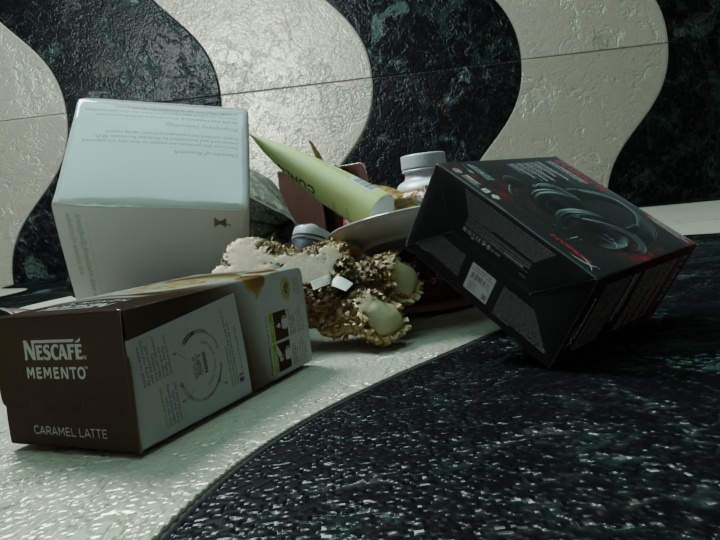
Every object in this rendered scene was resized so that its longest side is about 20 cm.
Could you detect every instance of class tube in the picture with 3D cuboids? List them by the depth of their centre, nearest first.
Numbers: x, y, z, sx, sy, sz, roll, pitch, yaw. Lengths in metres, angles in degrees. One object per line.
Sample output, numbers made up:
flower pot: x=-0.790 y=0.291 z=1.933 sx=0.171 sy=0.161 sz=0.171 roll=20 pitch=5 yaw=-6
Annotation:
tube: x=-0.049 y=-0.107 z=0.774 sx=0.198 sy=0.059 sz=0.052 roll=33 pitch=46 yaw=27

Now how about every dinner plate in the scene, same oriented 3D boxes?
dinner plate: x=0.065 y=-0.041 z=0.679 sx=0.194 sy=0.025 sz=0.200 roll=-10 pitch=-4 yaw=-1

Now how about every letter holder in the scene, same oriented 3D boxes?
letter holder: x=-0.052 y=-0.080 z=1.139 sx=0.139 sy=0.206 sz=0.100 roll=-4 pitch=6 yaw=29

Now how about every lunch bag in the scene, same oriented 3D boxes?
lunch bag: x=-0.198 y=-0.094 z=0.989 sx=0.195 sy=0.120 sz=0.164 roll=13 pitch=19 yaw=-21

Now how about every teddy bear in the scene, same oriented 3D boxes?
teddy bear: x=-0.038 y=0.022 z=0.605 sx=0.194 sy=0.068 sz=0.147 roll=-3 pitch=47 yaw=7

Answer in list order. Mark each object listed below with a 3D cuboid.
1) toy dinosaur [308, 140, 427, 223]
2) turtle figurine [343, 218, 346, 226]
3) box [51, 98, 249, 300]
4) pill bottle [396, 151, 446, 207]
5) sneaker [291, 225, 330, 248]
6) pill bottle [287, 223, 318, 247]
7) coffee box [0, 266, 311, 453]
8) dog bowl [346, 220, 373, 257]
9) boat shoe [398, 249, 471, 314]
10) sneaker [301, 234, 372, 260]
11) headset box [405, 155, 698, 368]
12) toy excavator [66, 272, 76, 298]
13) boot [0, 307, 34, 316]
toy dinosaur: x=0.007 y=-0.085 z=0.809 sx=0.196 sy=0.109 sz=0.060 roll=17 pitch=-8 yaw=30
turtle figurine: x=0.044 y=-0.048 z=1.051 sx=0.194 sy=0.154 sz=0.101 roll=5 pitch=24 yaw=16
box: x=-0.227 y=-0.062 z=0.759 sx=0.194 sy=0.174 sz=0.201 roll=0 pitch=-41 yaw=-12
pill bottle: x=0.122 y=-0.104 z=1.161 sx=0.108 sy=0.206 sz=0.111 roll=-7 pitch=5 yaw=1
sneaker: x=-0.050 y=0.010 z=0.919 sx=0.076 sy=0.082 sz=0.200 roll=1 pitch=-18 yaw=21
pill bottle: x=-0.158 y=-0.013 z=1.072 sx=0.195 sy=0.112 sz=0.108 roll=-6 pitch=5 yaw=19
coffee box: x=-0.132 y=0.051 z=0.461 sx=0.112 sy=0.082 sz=0.199 roll=-5 pitch=5 yaw=24
dog bowl: x=0.066 y=-0.034 z=0.902 sx=0.195 sy=0.060 sz=0.200 roll=17 pitch=-6 yaw=2
boat shoe: x=0.052 y=0.014 z=0.706 sx=0.195 sy=0.072 sz=0.070 roll=-8 pitch=4 yaw=-28
sneaker: x=-0.001 y=0.000 z=0.781 sx=0.069 sy=0.096 sz=0.197 roll=-2 pitch=7 yaw=42
headset box: x=0.157 y=-0.021 z=0.515 sx=0.197 sy=0.079 sz=0.149 roll=-12 pitch=43 yaw=-42
toy excavator: x=-0.301 y=0.024 z=0.948 sx=0.097 sy=0.203 sz=0.197 roll=8 pitch=49 yaw=19
boot: x=-0.254 y=0.056 z=0.673 sx=0.182 sy=0.066 sz=0.199 roll=11 pitch=16 yaw=27
